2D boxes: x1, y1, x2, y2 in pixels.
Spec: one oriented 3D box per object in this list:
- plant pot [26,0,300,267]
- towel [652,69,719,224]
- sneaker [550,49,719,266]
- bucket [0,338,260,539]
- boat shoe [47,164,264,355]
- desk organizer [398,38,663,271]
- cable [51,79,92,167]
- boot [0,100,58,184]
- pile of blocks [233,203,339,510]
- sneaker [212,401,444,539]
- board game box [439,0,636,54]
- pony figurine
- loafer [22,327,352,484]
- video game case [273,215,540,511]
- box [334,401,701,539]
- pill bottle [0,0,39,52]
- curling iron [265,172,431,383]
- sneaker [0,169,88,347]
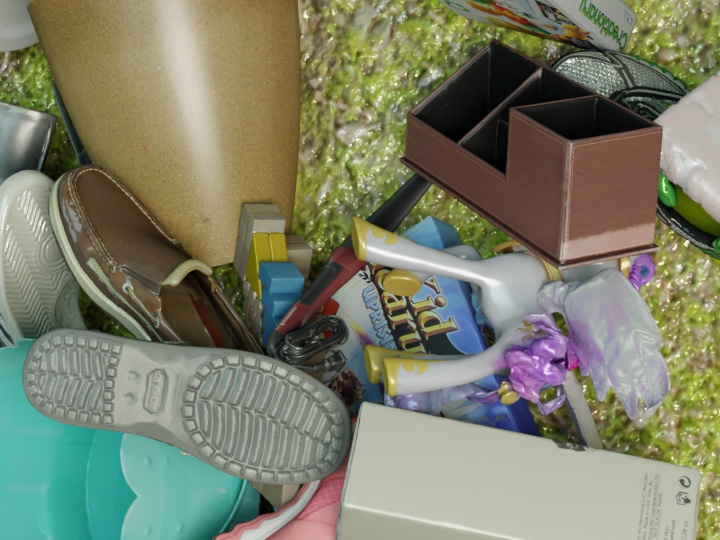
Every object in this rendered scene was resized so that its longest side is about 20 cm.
[{"bbox_3d":[-0.116,-0.102,1.261,0.185,0.186,0.202,-11,93,24],"label":"plant pot"},{"bbox_3d":[0.294,-0.063,1.070,0.191,0.032,0.200,-36,64,-17],"label":"towel"},{"bbox_3d":[0.191,-0.076,1.139,0.200,0.085,0.078,42,100,27],"label":"sneaker"},{"bbox_3d":[-0.173,0.146,1.229,0.206,0.134,0.209,-3,85,40],"label":"bucket"},{"bbox_3d":[-0.120,0.009,1.169,0.203,0.075,0.075,54,136,5],"label":"boat shoe"},{"bbox_3d":[0.101,-0.076,1.129,0.200,0.071,0.078,39,134,55],"label":"desk organizer"},{"bbox_3d":[-0.197,-0.062,1.325,0.050,0.097,0.201,-35,66,12],"label":"cable"},{"bbox_3d":[-0.322,-0.039,1.380,0.181,0.073,0.202,11,101,14],"label":"boot"},{"bbox_3d":[-0.035,0.053,1.185,0.082,0.062,0.202,157,109,-64],"label":"pile of blocks"},{"bbox_3d":[-0.011,0.164,1.120,0.200,0.074,0.087,-42,41,-11],"label":"sneaker"},{"bbox_3d":[0.083,-0.187,1.148,0.126,0.200,0.035,19,90,28],"label":"board game box"},{"bbox_3d":[0.104,0.040,1.113,0.198,0.167,0.194,-6,56,-10],"label":"pony figurine"},{"bbox_3d":[-0.101,0.073,1.105,0.199,0.070,0.076,18,93,-5],"label":"loafer"},{"bbox_3d":[0.014,0.094,1.218,0.181,0.045,0.201,-28,69,18],"label":"video game case"},{"bbox_3d":[0.089,0.137,1.057,0.199,0.082,0.069,12,63,1],"label":"box"},{"bbox_3d":[-0.294,-0.275,1.404,0.112,0.112,0.201,-38,67,15],"label":"pill bottle"},{"bbox_3d":[0.000,0.000,1.174,0.049,0.200,0.026,33,140,1],"label":"curling iron"},{"bbox_3d":[-0.239,0.009,1.297,0.084,0.075,0.201,33,139,39],"label":"sneaker"}]
